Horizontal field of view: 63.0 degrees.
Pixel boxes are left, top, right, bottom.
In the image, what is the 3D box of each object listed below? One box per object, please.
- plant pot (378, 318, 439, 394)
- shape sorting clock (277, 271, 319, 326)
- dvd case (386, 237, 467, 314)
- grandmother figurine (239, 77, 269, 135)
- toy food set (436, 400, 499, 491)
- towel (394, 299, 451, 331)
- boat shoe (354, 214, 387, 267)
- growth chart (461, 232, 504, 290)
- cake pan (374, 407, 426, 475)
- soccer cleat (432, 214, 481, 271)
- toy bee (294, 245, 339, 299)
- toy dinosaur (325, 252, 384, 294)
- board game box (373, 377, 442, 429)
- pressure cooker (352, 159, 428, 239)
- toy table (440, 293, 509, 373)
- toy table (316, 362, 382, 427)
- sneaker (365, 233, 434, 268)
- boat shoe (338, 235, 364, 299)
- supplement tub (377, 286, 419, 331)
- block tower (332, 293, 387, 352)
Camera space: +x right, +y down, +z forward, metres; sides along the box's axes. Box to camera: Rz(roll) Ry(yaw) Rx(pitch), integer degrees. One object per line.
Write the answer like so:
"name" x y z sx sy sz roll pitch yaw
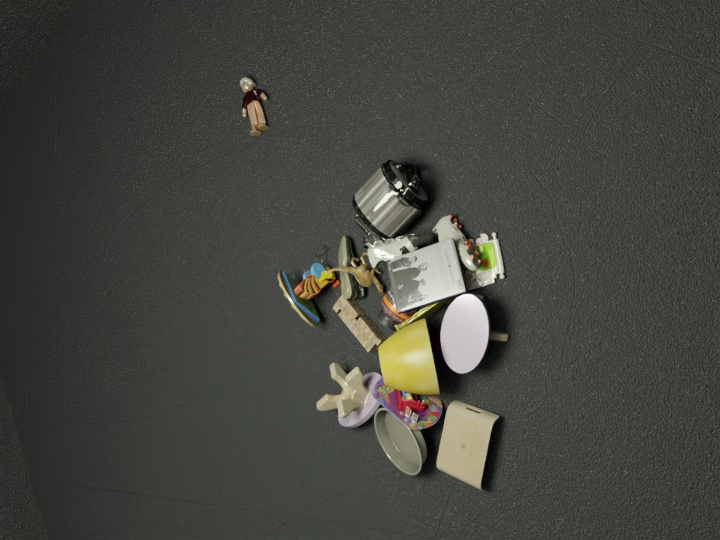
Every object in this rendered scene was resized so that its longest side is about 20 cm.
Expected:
"plant pot" 0.125 0.243 1.574 0.139 0.200 0.204 -11 80 5
"shape sorting clock" -0.192 0.089 1.800 0.039 0.200 0.201 -38 68 9
"dvd case" 0.173 0.016 1.561 0.197 0.025 0.153 -18 71 20
"grandmother figurine" -0.371 -0.576 2.030 0.120 0.060 0.204 -23 78 19
"toy food set" 0.290 0.467 1.574 0.142 0.060 0.204 13 92 43
"towel" 0.187 0.106 1.604 0.199 0.086 0.018 -37 73 19
"boat shoe" 0.039 -0.084 1.738 0.066 0.075 0.199 -44 74 -2
"growth chart" 0.301 -0.012 1.612 0.198 0.018 0.147 -24 74 27
"cake pan" 0.113 0.467 1.632 0.199 0.036 0.204 35 136 41
"soccer cleat" 0.262 -0.064 1.597 0.077 0.069 0.202 -42 48 23
"toy bee" -0.115 0.023 1.803 0.108 0.131 0.201 39 66 -10
"toy dinosaur" 0.000 0.000 1.715 0.058 0.197 0.103 -45 30 44
"board game box" 0.136 0.339 1.608 0.199 0.157 0.039 36 131 27
"pressure cooker" 0.095 -0.210 1.655 0.200 0.177 0.177 -45 64 21
"toy table" 0.290 0.159 1.542 0.181 0.117 0.204 23 103 24
"toy table" -0.029 0.361 1.697 0.201 0.116 0.184 -52 33 14
"sneaker" 0.117 -0.051 1.652 0.196 0.074 0.090 -12 82 11
"boat shoe" -0.029 -0.008 1.792 0.072 0.066 0.204 130 136 -60
"supplement tub" 0.131 0.073 1.658 0.107 0.106 0.201 43 108 25
"block tower" -0.004 0.158 1.764 0.200 0.054 0.058 48 111 25
